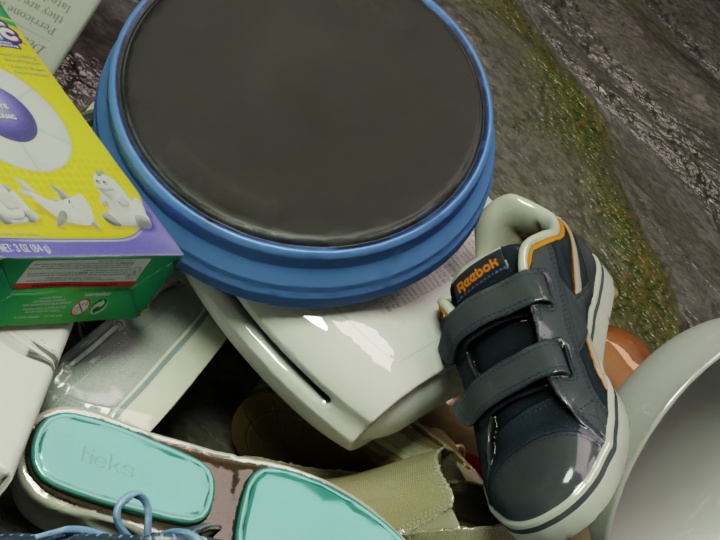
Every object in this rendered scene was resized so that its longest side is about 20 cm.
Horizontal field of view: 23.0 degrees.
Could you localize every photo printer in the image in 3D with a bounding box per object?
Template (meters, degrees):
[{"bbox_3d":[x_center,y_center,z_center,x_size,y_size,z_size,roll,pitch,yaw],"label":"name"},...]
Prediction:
[{"bbox_3d":[0.000,0.000,0.920,0.167,0.069,0.200,50,35,11],"label":"photo printer"}]

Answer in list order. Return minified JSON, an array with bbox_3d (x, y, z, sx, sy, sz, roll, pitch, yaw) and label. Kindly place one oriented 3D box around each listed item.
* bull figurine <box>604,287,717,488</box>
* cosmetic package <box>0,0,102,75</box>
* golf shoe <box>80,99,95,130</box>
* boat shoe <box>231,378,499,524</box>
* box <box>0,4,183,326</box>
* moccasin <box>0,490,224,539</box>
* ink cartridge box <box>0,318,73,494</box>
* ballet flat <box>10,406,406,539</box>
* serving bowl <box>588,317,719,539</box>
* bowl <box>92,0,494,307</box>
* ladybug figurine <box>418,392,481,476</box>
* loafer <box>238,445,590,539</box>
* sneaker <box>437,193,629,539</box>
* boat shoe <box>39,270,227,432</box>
[{"bbox_3d":[0.182,0.084,1.183,0.200,0.065,0.121,51,26,16],"label":"bull figurine"},{"bbox_3d":[-0.216,-0.222,0.997,0.166,0.200,0.168,26,30,-23],"label":"cosmetic package"},{"bbox_3d":[-0.095,-0.093,0.973,0.078,0.199,0.095,62,8,-13],"label":"golf shoe"},{"bbox_3d":[0.028,0.112,0.940,0.200,0.074,0.066,37,33,-5],"label":"boat shoe"},{"bbox_3d":[-0.178,-0.063,0.796,0.200,0.048,0.117,50,27,24],"label":"box"},{"bbox_3d":[-0.070,0.142,0.737,0.199,0.081,0.068,14,37,-2],"label":"moccasin"},{"bbox_3d":[-0.208,0.021,0.772,0.144,0.084,0.200,33,27,-14],"label":"ink cartridge box"},{"bbox_3d":[-0.067,0.118,0.807,0.199,0.070,0.070,22,31,-12],"label":"ballet flat"},{"bbox_3d":[0.194,0.111,1.041,0.200,0.201,0.066,10,16,-44],"label":"serving bowl"},{"bbox_3d":[-0.029,-0.077,0.860,0.200,0.039,0.201,5,57,-8],"label":"bowl"},{"bbox_3d":[0.062,0.073,1.037,0.199,0.072,0.136,18,31,-34],"label":"ladybug figurine"},{"bbox_3d":[0.022,0.119,0.867,0.199,0.069,0.076,13,15,2],"label":"loafer"},{"bbox_3d":[0.075,0.041,0.838,0.079,0.078,0.200,46,26,-24],"label":"sneaker"},{"bbox_3d":[-0.110,0.027,0.898,0.071,0.070,0.201,42,30,-7],"label":"boat shoe"}]
